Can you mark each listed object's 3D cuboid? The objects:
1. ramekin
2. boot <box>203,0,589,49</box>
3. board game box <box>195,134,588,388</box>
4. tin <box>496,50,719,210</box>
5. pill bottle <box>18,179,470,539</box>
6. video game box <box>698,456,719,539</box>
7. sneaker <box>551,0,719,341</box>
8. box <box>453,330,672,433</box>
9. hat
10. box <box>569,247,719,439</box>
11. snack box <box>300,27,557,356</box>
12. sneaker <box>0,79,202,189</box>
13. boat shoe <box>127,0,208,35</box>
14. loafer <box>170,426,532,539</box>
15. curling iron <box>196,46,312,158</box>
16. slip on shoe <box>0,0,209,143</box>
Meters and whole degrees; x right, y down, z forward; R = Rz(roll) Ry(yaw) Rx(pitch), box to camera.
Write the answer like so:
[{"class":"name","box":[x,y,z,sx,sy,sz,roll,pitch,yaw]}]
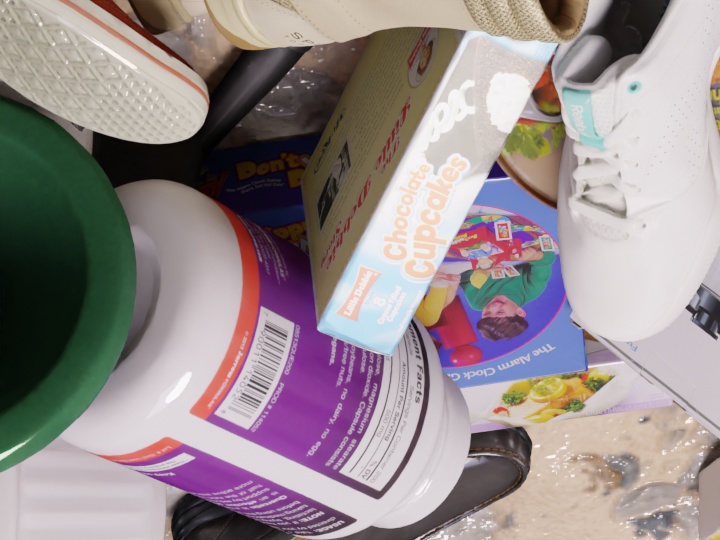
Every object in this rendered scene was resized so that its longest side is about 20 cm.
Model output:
[{"class":"ramekin","box":[-0.158,0.103,1.030,0.094,0.203,0.203,3,136,-25]},{"class":"boot","box":[0.002,-0.172,0.770,0.155,0.073,0.201,6,113,39]},{"class":"board game box","box":[0.000,0.000,1.039,0.198,0.045,0.135,-8,135,2]},{"class":"tin","box":[0.134,-0.078,0.903,0.199,0.042,0.113,1,101,38]},{"class":"pill bottle","box":[-0.041,0.046,0.955,0.112,0.113,0.200,-32,143,25]},{"class":"video game box","box":[0.283,0.100,1.116,0.181,0.047,0.200,3,159,-11]},{"class":"sneaker","box":[0.099,-0.060,0.856,0.075,0.088,0.201,23,118,28]},{"class":"box","box":[0.052,0.053,1.101,0.198,0.042,0.039,-7,135,4]},{"class":"hat","box":[-0.188,0.035,0.936,0.198,0.167,0.176,-1,159,-3]},{"class":"box","box":[0.177,-0.029,0.963,0.060,0.116,0.201,-27,147,-44]},{"class":"snack box","box":[0.033,-0.080,0.881,0.037,0.116,0.201,19,118,-16]},{"class":"sneaker","box":[-0.149,-0.084,0.920,0.199,0.074,0.089,17,129,-18]},{"class":"boat shoe","box":[-0.086,-0.172,0.846,0.064,0.072,0.200,-18,144,7]},{"class":"loafer","box":[-0.002,0.132,1.154,0.199,0.073,0.073,-24,132,17]},{"class":"curling iron","box":[-0.030,-0.106,0.939,0.049,0.026,0.200,-15,157,-46]},{"class":"slip on shoe","box":[-0.136,-0.120,0.858,0.200,0.061,0.074,37,151,-9]}]
